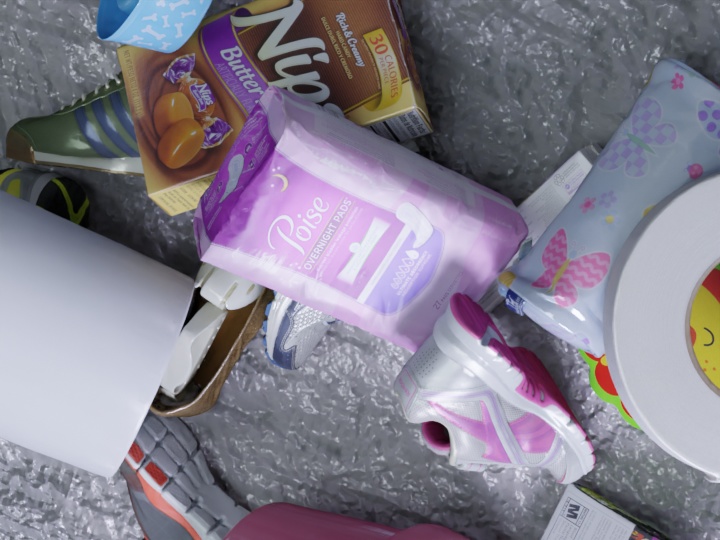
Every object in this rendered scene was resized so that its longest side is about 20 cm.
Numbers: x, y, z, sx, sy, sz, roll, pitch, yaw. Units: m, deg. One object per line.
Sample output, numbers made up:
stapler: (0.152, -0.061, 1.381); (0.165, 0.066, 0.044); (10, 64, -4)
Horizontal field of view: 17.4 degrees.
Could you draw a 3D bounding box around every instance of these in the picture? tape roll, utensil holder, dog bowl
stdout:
tape roll: (0.252, 0.035, 1.486); (0.202, 0.037, 0.204); (0, 90, -6)
utensil holder: (-0.239, 0.039, 1.677); (0.199, 0.170, 0.170); (24, 113, -8)
dog bowl: (-0.126, -0.235, 1.623); (0.049, 0.201, 0.111); (23, 143, -22)

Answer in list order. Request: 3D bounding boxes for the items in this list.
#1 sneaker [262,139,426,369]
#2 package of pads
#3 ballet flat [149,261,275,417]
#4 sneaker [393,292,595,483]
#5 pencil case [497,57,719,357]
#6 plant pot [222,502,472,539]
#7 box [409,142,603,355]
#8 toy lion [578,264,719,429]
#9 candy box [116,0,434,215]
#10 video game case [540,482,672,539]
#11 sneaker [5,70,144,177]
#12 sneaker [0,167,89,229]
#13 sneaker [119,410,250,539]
sneaker: (0.000, 0.000, 1.675); (0.085, 0.077, 0.200); (35, 115, 8)
package of pads: (0.000, -0.030, 1.578); (0.199, 0.076, 0.121); (25, 112, -20)
ballet flat: (-0.107, 0.030, 1.731); (0.068, 0.072, 0.200); (35, 114, 11)
sneaker: (0.087, 0.095, 1.606); (0.088, 0.200, 0.081); (-39, 43, 9)
pencil case: (0.176, -0.041, 1.542); (0.200, 0.083, 0.091); (-53, 38, 1)
plant pot: (-0.013, 0.259, 1.691); (0.179, 0.200, 0.201); (23, 112, 34)
box: (0.103, -0.010, 1.644); (0.041, 0.039, 0.200); (49, 117, 8)
toy lion: (0.245, 0.060, 1.590); (0.191, 0.069, 0.201); (-26, 91, 34)
candy box: (-0.060, -0.126, 1.632); (0.199, 0.056, 0.117); (-18, 71, 9)
video game case: (0.169, 0.273, 1.615); (0.181, 0.036, 0.201); (29, 94, 43)
sneaker: (-0.167, -0.116, 1.732); (0.199, 0.067, 0.090); (8, 97, 23)
sneaker: (-0.261, 0.016, 1.808); (0.076, 0.075, 0.201); (24, 106, 34)
sneaker: (-0.150, 0.180, 1.789); (0.200, 0.077, 0.082); (51, 123, 6)
